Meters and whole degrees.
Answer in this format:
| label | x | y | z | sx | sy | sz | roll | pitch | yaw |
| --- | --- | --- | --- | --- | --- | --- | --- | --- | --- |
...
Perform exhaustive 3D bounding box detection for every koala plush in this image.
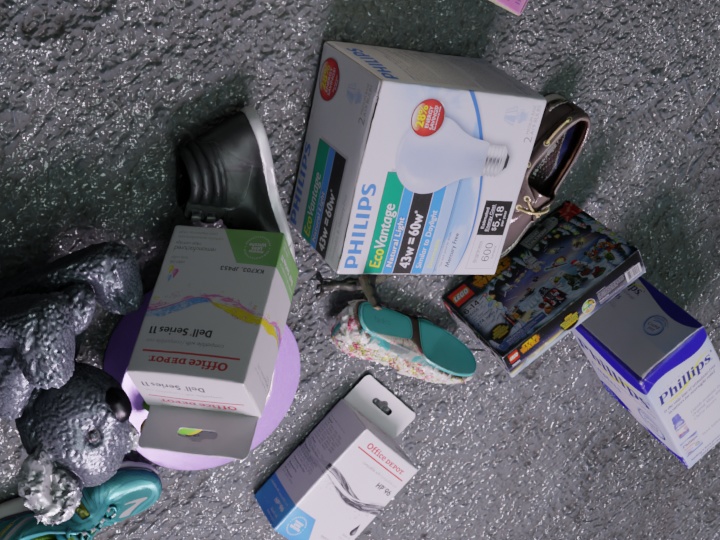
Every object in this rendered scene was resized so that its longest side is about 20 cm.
| label | x | y | z | sx | sy | sz | roll | pitch | yaw |
| --- | --- | --- | --- | --- | --- | --- | --- | --- | --- |
| koala plush | -0.273 | 0.108 | 0.973 | 0.181 | 0.178 | 0.203 | -15 | 109 | 22 |

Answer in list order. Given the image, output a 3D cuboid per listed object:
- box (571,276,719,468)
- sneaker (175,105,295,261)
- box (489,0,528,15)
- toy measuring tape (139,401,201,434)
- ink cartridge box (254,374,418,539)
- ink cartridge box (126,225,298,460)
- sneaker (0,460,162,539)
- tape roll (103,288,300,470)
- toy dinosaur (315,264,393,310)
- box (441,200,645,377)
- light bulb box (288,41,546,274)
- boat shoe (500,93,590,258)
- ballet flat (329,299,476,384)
| label | x | y | z | sx | sy | sz | roll | pitch | yaw |
| --- | --- | --- | --- | --- | --- | --- | --- | --- | --- |
| box | 0.365 | 0.114 | 1.359 | 0.104 | 0.184 | 0.201 | -39 | 128 | -2 |
| sneaker | -0.126 | -0.052 | 1.060 | 0.098 | 0.071 | 0.203 | -21 | 119 | -15 |
| box | 0.049 | -0.327 | 0.935 | 0.198 | 0.176 | 0.098 | 19 | 107 | -35 |
| toy measuring tape | -0.142 | 0.095 | 1.047 | 0.200 | 0.074 | 0.073 | -48 | 129 | 2 |
| ink cartridge box | -0.015 | 0.237 | 1.282 | 0.200 | 0.068 | 0.116 | -48 | 129 | 1 |
| ink cartridge box | -0.136 | 0.062 | 0.982 | 0.115 | 0.203 | 0.068 | 4 | 147 | 13 |
| sneaker | -0.297 | 0.267 | 1.129 | 0.197 | 0.080 | 0.079 | -22 | 125 | -19 |
| tape roll | -0.164 | 0.106 | 1.126 | 0.197 | 0.066 | 0.204 | -14 | 121 | -24 |
| toy dinosaur | 0.000 | 0.000 | 1.125 | 0.086 | 0.200 | 0.048 | -1 | 107 | 13 |
| box | 0.209 | 0.017 | 1.244 | 0.199 | 0.137 | 0.040 | -37 | 128 | -7 |
| light bulb box | 0.053 | -0.110 | 1.092 | 0.197 | 0.125 | 0.202 | -1 | 116 | -30 |
| boat shoe | 0.192 | -0.098 | 1.220 | 0.071 | 0.060 | 0.202 | 19 | 105 | -36 |
| ballet flat | 0.046 | 0.086 | 1.235 | 0.198 | 0.077 | 0.064 | 27 | 136 | -33 |
